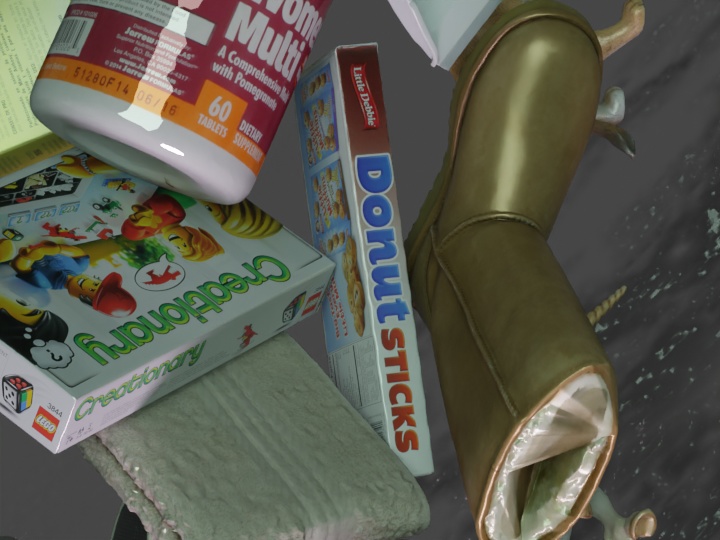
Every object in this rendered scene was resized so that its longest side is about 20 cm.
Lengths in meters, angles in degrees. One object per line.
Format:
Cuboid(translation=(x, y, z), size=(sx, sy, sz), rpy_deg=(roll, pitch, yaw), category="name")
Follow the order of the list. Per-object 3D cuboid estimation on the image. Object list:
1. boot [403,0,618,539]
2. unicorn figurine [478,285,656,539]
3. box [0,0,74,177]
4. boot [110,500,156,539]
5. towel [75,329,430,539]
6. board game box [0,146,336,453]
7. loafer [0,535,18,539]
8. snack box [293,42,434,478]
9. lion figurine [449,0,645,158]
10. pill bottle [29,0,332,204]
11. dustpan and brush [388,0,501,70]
Cuboid(translation=(0.079, 0.000, 1.293), size=(0.066, 0.200, 0.176), rpy_deg=(11, 117, -16), category="boot")
Cuboid(translation=(0.086, 0.109, 1.345), size=(0.074, 0.137, 0.201), rpy_deg=(19, 99, -29), category="unicorn figurine")
Cuboid(translation=(-0.136, -0.101, 1.406), size=(0.199, 0.050, 0.076), rpy_deg=(-24, 82, 0), category="box")
Cuboid(translation=(-0.040, 0.189, 1.311), size=(0.144, 0.072, 0.201), rpy_deg=(3, 69, -21), category="boot")
Cuboid(translation=(-0.074, 0.062, 1.326), size=(0.200, 0.132, 0.035), rpy_deg=(48, 131, 35), category="towel")
Cuboid(translation=(-0.116, 0.003, 1.319), size=(0.126, 0.200, 0.035), rpy_deg=(36, 123, 18), category="board game box")
Cuboid(translation=(-0.174, 0.147, 1.321), size=(0.072, 0.200, 0.063), rpy_deg=(7, 71, -40), category="loafer")
Cuboid(translation=(0.000, 0.000, 1.377), size=(0.024, 0.072, 0.201), rpy_deg=(-5, 83, -18), category="snack box")
Cuboid(translation=(0.065, -0.147, 1.390), size=(0.122, 0.072, 0.201), rpy_deg=(-4, 75, -13), category="lion figurine")
Cuboid(translation=(-0.063, -0.140, 1.329), size=(0.109, 0.110, 0.201), rpy_deg=(22, 82, 4), category="pill bottle")
Cuboid(translation=(0.027, -0.205, 1.287), size=(0.200, 0.057, 0.140), rpy_deg=(49, 62, -22), category="dustpan and brush")
